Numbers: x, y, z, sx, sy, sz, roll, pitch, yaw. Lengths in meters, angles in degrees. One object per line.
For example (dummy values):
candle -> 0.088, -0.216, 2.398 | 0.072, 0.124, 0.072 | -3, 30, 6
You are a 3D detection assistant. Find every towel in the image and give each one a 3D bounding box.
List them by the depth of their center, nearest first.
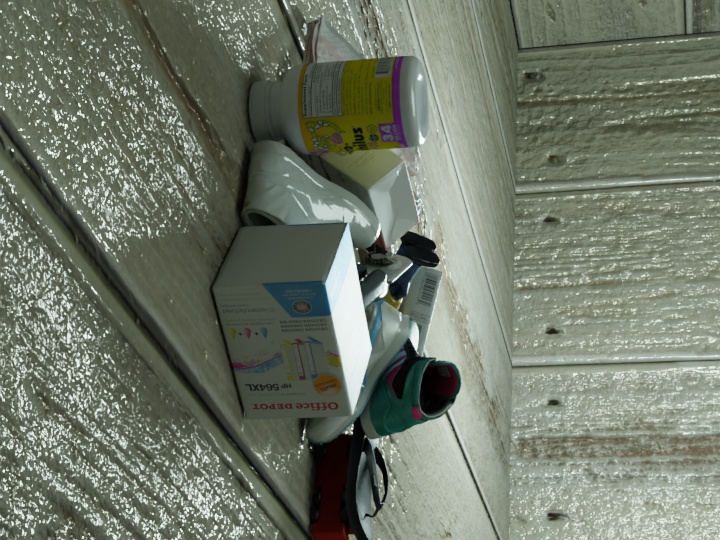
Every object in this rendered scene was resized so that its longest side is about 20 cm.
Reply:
towel -> 0.002, -0.232, 1.777 | 0.200, 0.032, 0.192 | 42, 24, -23

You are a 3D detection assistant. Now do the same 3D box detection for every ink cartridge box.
ink cartridge box -> -0.068, 0.066, 1.478 | 0.126, 0.127, 0.202 | -72, 155, -56
ink cartridge box -> -0.022, -0.127, 1.712 | 0.067, 0.200, 0.117 | -39, 142, -18
ink cartridge box -> 0.067, 0.109, 2.030 | 0.201, 0.047, 0.161 | 108, -3, -59

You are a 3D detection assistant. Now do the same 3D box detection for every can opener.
can opener -> 0.007, 0.025, 1.629 | 0.200, 0.052, 0.067 | -36, 133, -60

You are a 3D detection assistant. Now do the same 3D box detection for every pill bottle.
pill bottle -> -0.025, -0.190, 1.559 | 0.104, 0.198, 0.106 | -2, 90, -76

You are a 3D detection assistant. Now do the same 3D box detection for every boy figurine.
boy figurine -> 0.041, 0.046, 1.906 | 0.125, 0.064, 0.201 | -104, -144, -57

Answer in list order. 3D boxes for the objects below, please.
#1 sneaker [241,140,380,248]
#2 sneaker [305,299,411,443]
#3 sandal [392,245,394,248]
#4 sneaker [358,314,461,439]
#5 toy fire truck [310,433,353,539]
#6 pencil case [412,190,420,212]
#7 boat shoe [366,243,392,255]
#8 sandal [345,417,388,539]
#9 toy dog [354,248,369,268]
sneaker -> -0.061, -0.050, 1.560 | 0.199, 0.073, 0.117 | 34, 51, -33
sneaker -> -0.020, 0.126, 1.717 | 0.201, 0.080, 0.076 | -59, -159, -6
sandal -> -0.004, -0.021, 1.931 | 0.212, 0.077, 0.070 | -8, 120, -82
sneaker -> 0.076, 0.128, 1.756 | 0.084, 0.120, 0.201 | 56, 35, -34
toy fire truck -> -0.025, 0.335, 1.782 | 0.142, 0.048, 0.202 | 71, 20, -51
pencil case -> 0.019, -0.092, 1.875 | 0.200, 0.090, 0.084 | 4, 96, -71
boat shoe -> 0.000, 0.000, 1.797 | 0.201, 0.060, 0.076 | 103, -22, -54
sandal -> 0.013, 0.252, 1.747 | 0.076, 0.042, 0.202 | 51, 40, -65
toy dog -> -0.058, 0.030, 1.671 | 0.133, 0.095, 0.201 | 79, 30, -42
